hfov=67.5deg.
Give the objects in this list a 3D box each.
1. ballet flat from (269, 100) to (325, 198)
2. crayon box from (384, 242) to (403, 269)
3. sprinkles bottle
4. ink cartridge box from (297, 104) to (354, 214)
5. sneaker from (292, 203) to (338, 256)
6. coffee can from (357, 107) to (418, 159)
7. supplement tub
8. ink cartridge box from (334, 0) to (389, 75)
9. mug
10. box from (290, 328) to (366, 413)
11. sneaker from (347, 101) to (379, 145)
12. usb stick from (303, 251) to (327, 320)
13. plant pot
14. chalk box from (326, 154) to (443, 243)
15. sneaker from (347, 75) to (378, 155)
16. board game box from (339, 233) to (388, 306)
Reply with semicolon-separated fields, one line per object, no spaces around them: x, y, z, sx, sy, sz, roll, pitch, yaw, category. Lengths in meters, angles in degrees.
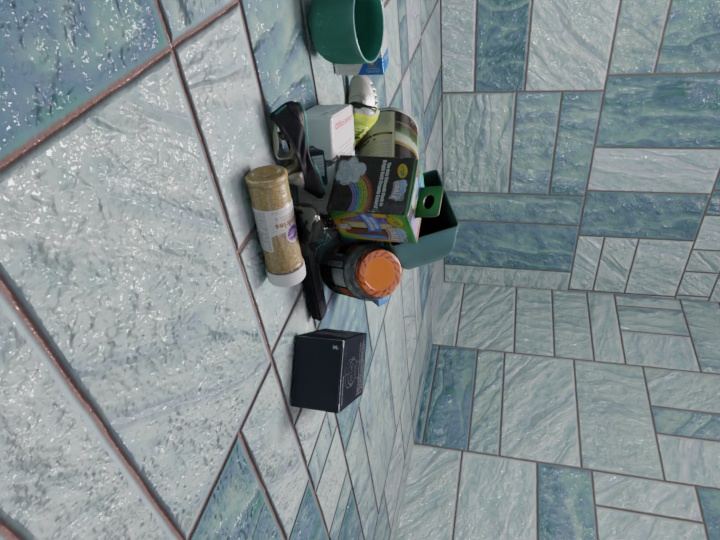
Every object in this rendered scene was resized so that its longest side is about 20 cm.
-0.116;-0.201;0.953;0.200;0.073;0.073;78;22;-46;ballet flat
0.105;-0.101;1.373;0.200;0.058;0.173;-34;130;-56;crayon box
-0.138;-0.070;0.889;0.068;0.068;0.200;-67;156;-52;sprinkles bottle
-0.068;-0.221;1.082;0.145;0.084;0.200;-60;151;-60;ink cartridge box
-0.082;-0.083;0.964;0.200;0.079;0.076;134;-66;-78;sneaker
0.062;-0.252;1.237;0.146;0.146;0.200;73;16;-54;coffee can
0.000;0.000;1.158;0.200;0.122;0.123;-171;-97;-65;supplement tub
-0.007;-0.533;1.169;0.200;0.116;0.067;81;20;-43;ink cartridge box
-0.035;-0.501;1.054;0.152;0.114;0.185;-53;142;-49;mug
-0.064;0.211;1.175;0.200;0.107;0.149;9;85;-76;box
-0.010;-0.311;1.182;0.200;0.075;0.077;173;-73;-76;sneaker
-0.099;0.019;1.132;0.056;0.033;0.200;-67;156;-50;usb stick
0.123;-0.089;1.173;0.200;0.141;0.142;71;3;-65;plant pot
0.056;-0.132;1.024;0.124;0.200;0.125;59;41;-65;chalk box
-0.003;-0.381;1.333;0.081;0.075;0.200;-38;131;-59;sneaker
0.005;-0.030;1.319;0.037;0.151;0.200;-26;130;-25;board game box
